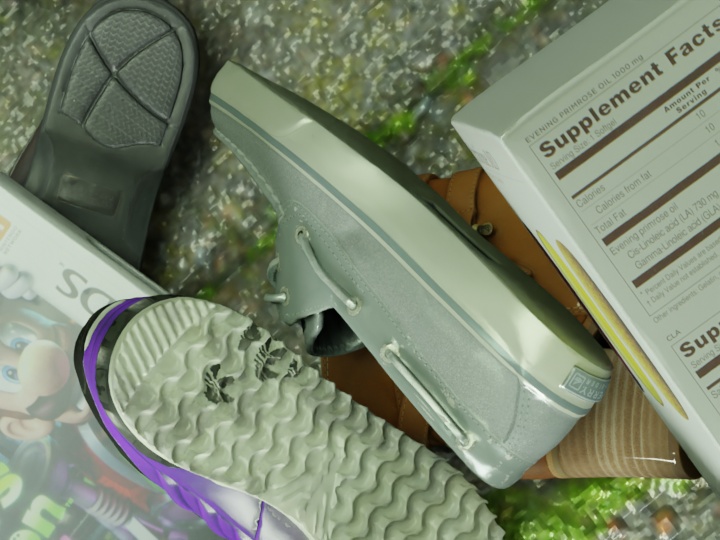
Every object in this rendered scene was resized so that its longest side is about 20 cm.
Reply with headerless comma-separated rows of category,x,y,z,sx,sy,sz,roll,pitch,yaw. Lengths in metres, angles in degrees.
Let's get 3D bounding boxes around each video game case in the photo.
video game case,-0.126,0.094,1.118,0.182,0.023,0.200,36,98,3

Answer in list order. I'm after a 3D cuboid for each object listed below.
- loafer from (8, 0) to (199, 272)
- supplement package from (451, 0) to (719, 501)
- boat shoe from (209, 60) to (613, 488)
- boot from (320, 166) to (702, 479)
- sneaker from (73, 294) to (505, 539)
loafer,-0.116,-0.018,1.154,0.072,0.063,0.200,25,98,-5
supplement package,0.135,0.001,0.944,0.109,0.114,0.200,-36,98,-2
boat shoe,0.001,0.000,1.018,0.201,0.070,0.072,43,100,33
boot,0.063,-0.025,1.060,0.154,0.074,0.200,7,83,29
sneaker,-0.028,0.075,1.058,0.070,0.200,0.099,-52,24,-15
